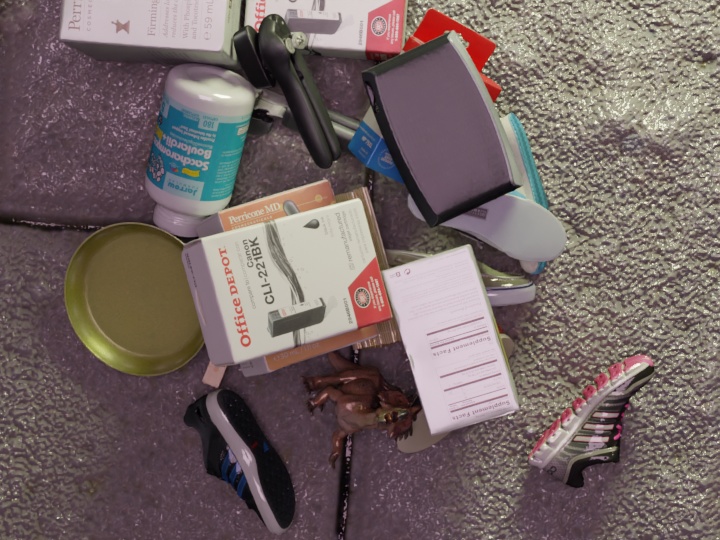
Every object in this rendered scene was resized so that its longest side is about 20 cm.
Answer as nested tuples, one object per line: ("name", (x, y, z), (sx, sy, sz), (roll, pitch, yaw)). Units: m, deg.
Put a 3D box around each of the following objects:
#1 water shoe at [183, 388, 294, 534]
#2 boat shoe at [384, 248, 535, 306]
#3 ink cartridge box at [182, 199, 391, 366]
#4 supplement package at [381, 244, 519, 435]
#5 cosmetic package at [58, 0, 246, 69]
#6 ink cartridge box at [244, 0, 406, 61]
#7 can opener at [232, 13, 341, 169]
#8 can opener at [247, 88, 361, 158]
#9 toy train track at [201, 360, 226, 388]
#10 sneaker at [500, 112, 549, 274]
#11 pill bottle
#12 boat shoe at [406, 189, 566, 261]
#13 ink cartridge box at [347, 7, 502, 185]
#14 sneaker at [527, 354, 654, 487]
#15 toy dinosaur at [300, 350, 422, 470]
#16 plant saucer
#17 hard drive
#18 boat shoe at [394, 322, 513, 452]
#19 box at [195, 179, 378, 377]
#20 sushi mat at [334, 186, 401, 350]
("water shoe", (-0.152, 0.246, 1.731), (0.079, 0.071, 0.200), (-25, 92, 31))
("boat shoe", (0.119, 0.008, 1.698), (0.199, 0.072, 0.062), (3, 99, 5))
("ink cartridge box", (-0.084, 0.014, 1.545), (0.199, 0.084, 0.145), (-15, 90, -22))
("supplement package", (0.108, 0.080, 1.611), (0.109, 0.114, 0.201), (-17, 89, 6))
("cosmetic package", (-0.245, -0.342, 1.659), (0.199, 0.166, 0.168), (4, 92, 4))
("ink cartridge box", (-0.041, -0.342, 1.690), (0.199, 0.084, 0.145), (4, 93, 3))
("can opener", (-0.076, -0.217, 1.650), (0.078, 0.063, 0.200), (-14, 116, 39))
("can opener", (-0.081, -0.189, 1.720), (0.199, 0.053, 0.067), (20, 127, 4))
("toy train track", (-0.154, 0.051, 1.732), (0.114, 0.033, 0.201), (21, 93, 0))
("sneaker", (0.185, -0.090, 1.698), (0.081, 0.076, 0.201), (-16, 91, 20))
("pill bottle", (-0.202, -0.144, 1.675), (0.110, 0.111, 0.201), (17, 115, 2))
("boat shoe", (0.150, -0.063, 1.642), (0.199, 0.068, 0.074), (13, 97, -2))
("ink cartridge box", (0.087, -0.203, 1.658), (0.116, 0.067, 0.200), (22, 105, -30))
("sneaker", (0.304, 0.193, 1.696), (0.087, 0.074, 0.200), (43, 98, 1))
("toy dinosaur", (0.007, 0.156, 1.678), (0.135, 0.200, 0.086), (-21, 126, 5))
("plant saucer", (-0.276, 0.034, 1.718), (0.199, 0.031, 0.201), (3, 105, 13))
("hard drive", (0.096, -0.164, 1.577), (0.135, 0.042, 0.201), (-24, 93, 1))
("boat shoe", (0.108, 0.142, 1.709), (0.200, 0.071, 0.063), (-50, 48, 8))
("box", (-0.090, 0.010, 1.654), (0.152, 0.106, 0.201), (-19, 91, -22))
("sushi mat", (0.000, 0.000, 1.706), (0.095, 0.012, 0.201), (-16, 89, 40))
